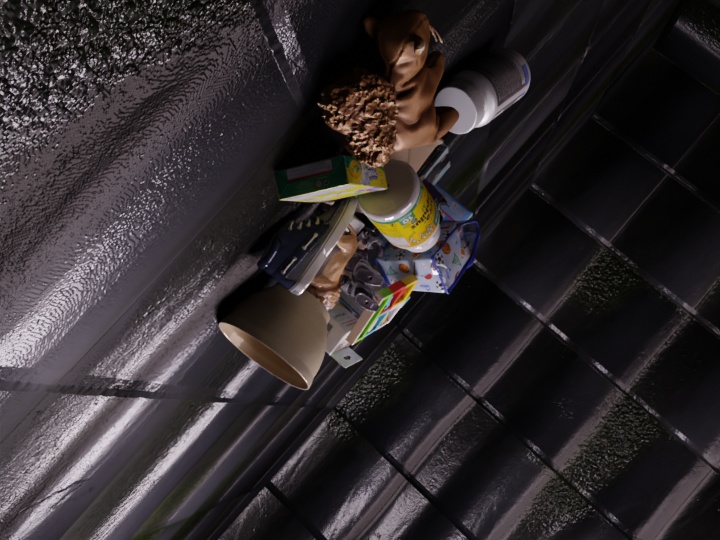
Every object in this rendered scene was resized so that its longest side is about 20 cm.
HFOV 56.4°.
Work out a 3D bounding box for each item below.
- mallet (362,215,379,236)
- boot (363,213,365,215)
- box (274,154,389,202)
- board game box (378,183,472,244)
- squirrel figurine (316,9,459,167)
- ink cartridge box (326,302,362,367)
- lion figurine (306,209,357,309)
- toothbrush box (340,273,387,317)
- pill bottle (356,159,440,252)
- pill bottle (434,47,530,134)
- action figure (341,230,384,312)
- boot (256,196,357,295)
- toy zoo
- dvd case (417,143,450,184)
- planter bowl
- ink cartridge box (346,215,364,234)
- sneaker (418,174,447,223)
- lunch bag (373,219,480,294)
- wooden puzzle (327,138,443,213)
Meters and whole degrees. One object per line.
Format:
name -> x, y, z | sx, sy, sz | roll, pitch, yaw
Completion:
mallet -> 0.037, -0.112, 1.525 | 0.200, 0.041, 0.066 | 14, 101, -85
boot -> 0.061, -0.205, 1.282 | 0.201, 0.071, 0.144 | -50, 161, -7
box -> -0.035, -0.138, 1.039 | 0.117, 0.049, 0.200 | -10, 179, 20
board game box -> 0.152, -0.109, 1.643 | 0.200, 0.151, 0.037 | -49, 168, 1
squirrel figurine -> 0.040, -0.249, 0.918 | 0.200, 0.141, 0.187 | -46, 161, -22
ink cartridge box -> -0.068, 0.109, 1.432 | 0.067, 0.200, 0.117 | -52, 167, 14
lion figurine -> -0.053, -0.017, 1.245 | 0.122, 0.073, 0.200 | 24, 108, -39
toothbrush box -> 0.002, 0.037, 1.580 | 0.085, 0.146, 0.200 | -50, 168, 8
pill bottle -> 0.078, -0.106, 1.205 | 0.113, 0.113, 0.200 | -48, 151, -1
pill bottle -> 0.239, -0.351, 1.320 | 0.200, 0.114, 0.114 | -39, 164, -36
action figure -> 0.000, 0.000, 1.320 | 0.200, 0.069, 0.131 | -108, -141, -65
boot -> -0.087, -0.065, 1.128 | 0.201, 0.090, 0.073 | -59, -164, -17
toy zoo -> 0.054, 0.075, 1.404 | 0.200, 0.020, 0.132 | -24, 151, -58
dvd case -> 0.125, -0.177, 1.467 | 0.200, 0.022, 0.146 | -50, 168, 0
planter bowl -> -0.139, 0.104, 1.227 | 0.135, 0.200, 0.200 | -55, 170, -20
ink cartridge box -> -0.051, -0.051, 1.374 | 0.146, 0.048, 0.200 | -51, 165, 5
sneaker -> 0.123, -0.109, 1.397 | 0.076, 0.087, 0.200 | -46, 169, -21
lunch bag -> 0.159, -0.043, 1.508 | 0.200, 0.169, 0.124 | -52, 129, -38
wooden puzzle -> 0.034, -0.184, 1.197 | 0.185, 0.037, 0.200 | 9, 130, -52
